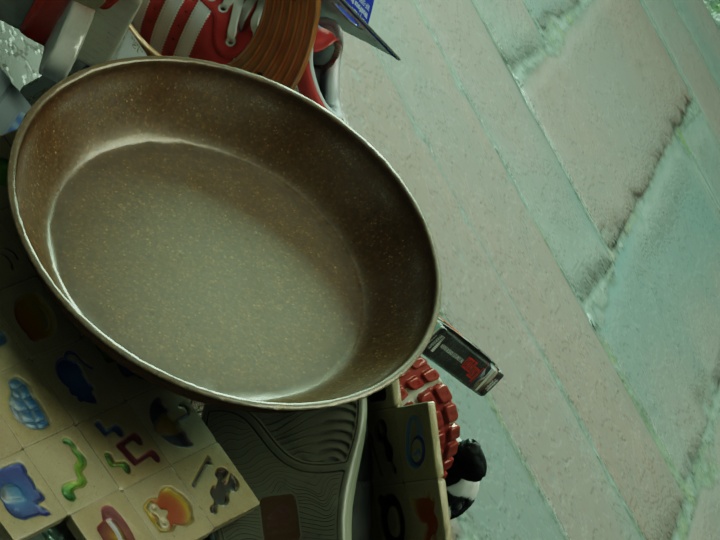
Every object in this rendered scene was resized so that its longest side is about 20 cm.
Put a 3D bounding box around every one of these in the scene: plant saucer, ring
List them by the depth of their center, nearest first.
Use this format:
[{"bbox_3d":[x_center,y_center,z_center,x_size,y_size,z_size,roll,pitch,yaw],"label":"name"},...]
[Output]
[{"bbox_3d":[-0.062,-0.009,1.266,0.200,0.037,0.201,15,45,-16],"label":"plant saucer"},{"bbox_3d":[-0.088,-0.168,1.492,0.019,0.200,0.201,-22,85,-43],"label":"ring"}]

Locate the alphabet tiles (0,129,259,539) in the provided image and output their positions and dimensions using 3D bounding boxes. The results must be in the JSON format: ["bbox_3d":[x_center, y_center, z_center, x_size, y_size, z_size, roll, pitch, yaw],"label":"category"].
[{"bbox_3d":[-0.129,0.034,1.223,0.200,0.008,0.167,55,37,9],"label":"alphabet tiles"}]

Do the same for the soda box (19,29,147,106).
[{"bbox_3d":[-0.093,-0.015,1.447,0.200,0.068,0.064,56,19,-21],"label":"soda box"}]

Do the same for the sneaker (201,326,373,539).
[{"bbox_3d":[-0.029,0.122,1.297,0.106,0.074,0.201,78,11,-62],"label":"sneaker"}]

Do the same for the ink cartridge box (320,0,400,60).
[{"bbox_3d":[-0.062,-0.188,1.637,0.200,0.039,0.099,30,-6,28],"label":"ink cartridge box"}]

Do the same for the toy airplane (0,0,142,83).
[{"bbox_3d":[-0.112,-0.187,1.347,0.141,0.200,0.199,47,64,-22],"label":"toy airplane"}]

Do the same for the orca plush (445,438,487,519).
[{"bbox_3d":[0.008,0.091,1.563,0.105,0.071,0.200,38,-14,22],"label":"orca plush"}]

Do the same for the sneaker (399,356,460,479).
[{"bbox_3d":[-0.008,0.097,1.431,0.082,0.078,0.200,47,-30,25],"label":"sneaker"}]

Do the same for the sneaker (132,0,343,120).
[{"bbox_3d":[-0.080,-0.147,1.597,0.201,0.112,0.071,63,17,0],"label":"sneaker"}]

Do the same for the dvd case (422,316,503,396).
[{"bbox_3d":[0.000,0.000,1.459,0.146,0.022,0.200,42,2,14],"label":"dvd case"}]

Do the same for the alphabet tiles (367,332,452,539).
[{"bbox_3d":[0.004,0.132,1.319,0.006,0.166,0.201,-5,85,-26],"label":"alphabet tiles"}]

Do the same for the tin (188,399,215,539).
[{"bbox_3d":[-0.069,0.114,1.334,0.200,0.042,0.112,-76,157,-62],"label":"tin"}]

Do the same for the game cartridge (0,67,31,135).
[{"bbox_3d":[-0.154,-0.011,1.330,0.200,0.041,0.133,58,23,-16],"label":"game cartridge"}]
